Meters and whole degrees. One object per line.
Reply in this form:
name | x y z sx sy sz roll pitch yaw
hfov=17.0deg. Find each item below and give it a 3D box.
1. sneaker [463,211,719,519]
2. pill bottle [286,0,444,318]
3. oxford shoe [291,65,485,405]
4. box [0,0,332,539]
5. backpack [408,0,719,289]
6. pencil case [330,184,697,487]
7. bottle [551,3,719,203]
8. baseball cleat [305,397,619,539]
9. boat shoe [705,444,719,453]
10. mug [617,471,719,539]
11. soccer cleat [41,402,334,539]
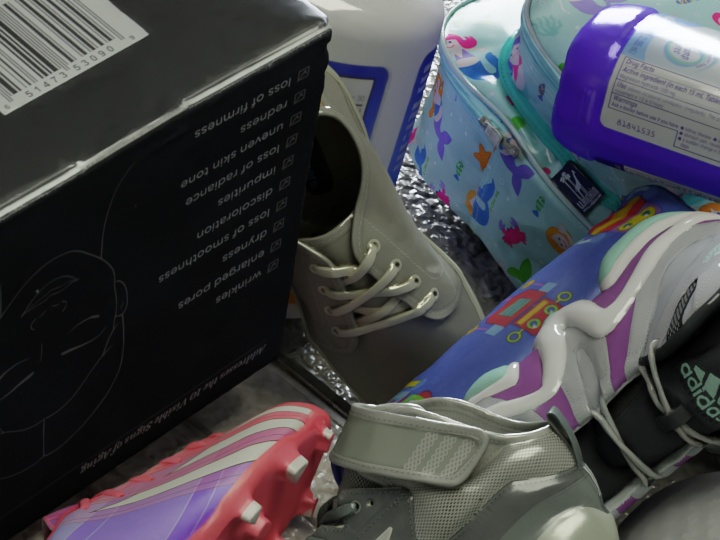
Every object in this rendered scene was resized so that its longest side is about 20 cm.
sneaker | 0.110 0.052 0.910 0.078 0.140 0.200 44 71 -20
pill bottle | -0.027 -0.089 1.077 0.112 0.201 0.112 13 25 -7
oxford shoe | 0.000 0.000 1.026 0.075 0.200 0.058 -24 24 8
box | -0.129 -0.015 0.925 0.200 0.197 0.124 -33 60 -32
backpack | 0.126 -0.069 1.187 0.177 0.151 0.200 -18 45 -32
pencil case | 0.081 0.049 1.019 0.200 0.087 0.078 -39 33 -22
bottle | 0.184 -0.055 1.024 0.199 0.066 0.084 21 26 18
baseball cleat | -0.008 0.109 0.882 0.070 0.199 0.107 -16 83 -86
boat shoe | 0.187 0.054 1.114 0.199 0.074 0.067 2 38 -24
mug | 0.144 0.157 0.905 0.199 0.148 0.175 -7 23 -22
soccer cleat | -0.080 0.101 0.947 0.076 0.067 0.200 27 40 18
